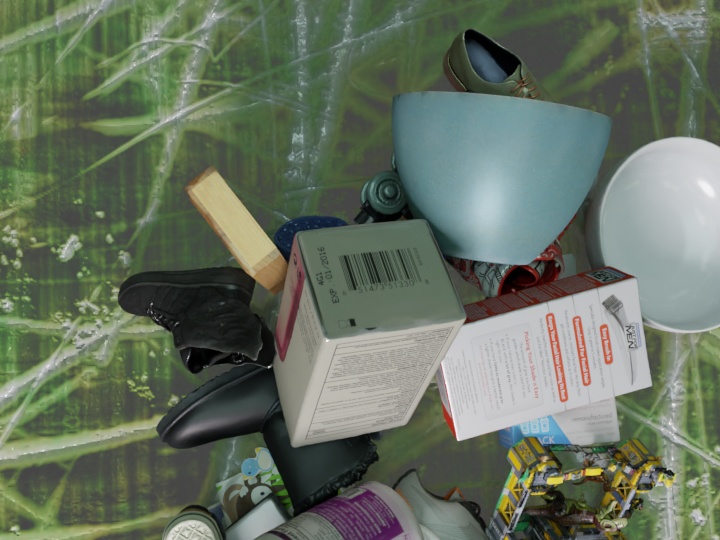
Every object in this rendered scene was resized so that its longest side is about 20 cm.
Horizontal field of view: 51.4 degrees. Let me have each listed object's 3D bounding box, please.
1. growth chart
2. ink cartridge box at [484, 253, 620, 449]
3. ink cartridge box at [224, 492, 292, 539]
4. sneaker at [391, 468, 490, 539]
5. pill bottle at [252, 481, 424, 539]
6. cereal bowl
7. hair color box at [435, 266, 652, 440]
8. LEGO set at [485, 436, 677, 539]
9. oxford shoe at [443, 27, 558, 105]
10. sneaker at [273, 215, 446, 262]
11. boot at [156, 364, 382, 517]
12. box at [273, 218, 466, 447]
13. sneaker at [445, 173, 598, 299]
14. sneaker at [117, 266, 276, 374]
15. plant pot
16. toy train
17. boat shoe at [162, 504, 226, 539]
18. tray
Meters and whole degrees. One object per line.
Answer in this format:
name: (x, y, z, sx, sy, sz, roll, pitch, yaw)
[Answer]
growth chart: (-0.091, 0.265, 0.801, 0.199, 0.018, 0.146, -33, 84, -5)
ink cartridge box: (0.199, 0.083, 0.800, 0.113, 0.068, 0.203, -6, 84, -3)
ink cartridge box: (-0.118, 0.360, 0.757, 0.199, 0.044, 0.174, -37, 85, -6)
sneaker: (0.114, 0.280, 0.777, 0.198, 0.074, 0.080, 30, 78, 2)
pill bottle: (-0.042, 0.280, 0.681, 0.198, 0.112, 0.114, -15, 83, -40)
cereal bowl: (0.328, -0.035, 0.803, 0.197, 0.083, 0.203, 1, 85, -9)
hair color box: (0.169, 0.077, 0.721, 0.197, 0.064, 0.113, -14, 103, -3)
LEGO set: (0.222, 0.247, 0.714, 0.198, 0.116, 0.155, 14, 112, -27)
oxford shoe: (0.173, -0.187, 0.827, 0.199, 0.074, 0.071, 40, 84, 3)
sneaker: (0.000, 0.000, 0.788, 0.198, 0.079, 0.070, 14, 48, 25)
boot: (-0.090, 0.174, 0.768, 0.197, 0.074, 0.163, -30, 73, -14)
box: (-0.003, 0.061, 0.685, 0.126, 0.201, 0.110, -7, 56, -19)
sneaker: (0.195, -0.038, 0.784, 0.200, 0.068, 0.108, -30, 40, -10)
sneaker: (-0.174, 0.055, 0.760, 0.197, 0.060, 0.106, -7, 60, 21)
plant pot: (0.120, -0.079, 0.689, 0.197, 0.200, 0.137, 7, 97, 0)
toy train: (0.084, -0.099, 0.816, 0.114, 0.085, 0.200, 42, 85, -6)
boat shoe: (-0.144, 0.318, 0.713, 0.073, 0.062, 0.203, -12, 97, -8)
tray: (-0.113, -0.031, 0.741, 0.037, 0.200, 0.099, -38, 86, -6)
